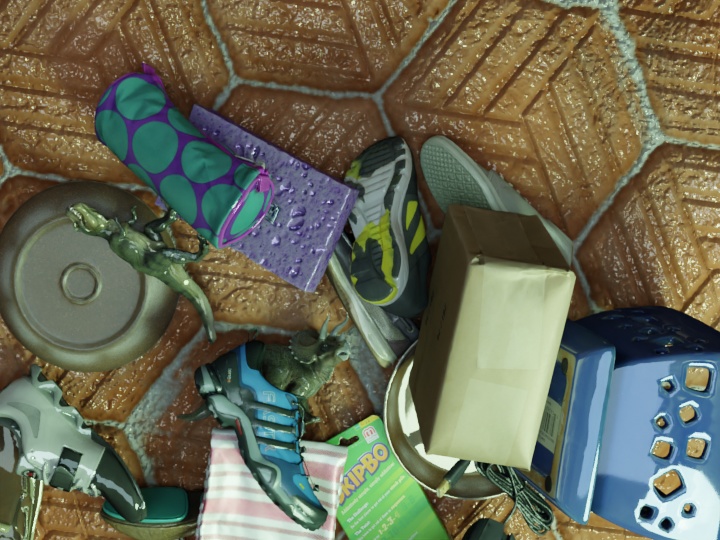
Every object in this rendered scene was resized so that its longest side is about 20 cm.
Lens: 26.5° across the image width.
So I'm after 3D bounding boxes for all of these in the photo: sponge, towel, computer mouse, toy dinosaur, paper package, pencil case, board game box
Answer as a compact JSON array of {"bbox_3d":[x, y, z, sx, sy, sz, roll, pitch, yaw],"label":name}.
[{"bbox_3d":[-0.106,-0.073,1.523,0.199,0.030,0.113,29,100,22],"label":"sponge"},{"bbox_3d":[-0.096,0.266,1.571,0.144,0.030,0.203,8,100,-8],"label":"towel"},{"bbox_3d":[0.114,0.277,1.545,0.200,0.046,0.141,-47,112,-22],"label":"computer mouse"},{"bbox_3d":[-0.093,0.115,1.587,0.197,0.077,0.104,-13,84,13],"label":"toy dinosaur"},{"bbox_3d":[-0.198,-0.022,1.534,0.200,0.048,0.088,40,110,-9],"label":"toy dinosaur"},{"bbox_3d":[0.120,0.058,1.447,0.102,0.191,0.202,9,108,-6],"label":"paper package"},{"bbox_3d":[-0.171,-0.110,1.492,0.200,0.085,0.093,40,97,22],"label":"pencil case"},{"bbox_3d":[0.026,0.256,1.624,0.095,0.030,0.201,-29,102,4],"label":"board game box"}]

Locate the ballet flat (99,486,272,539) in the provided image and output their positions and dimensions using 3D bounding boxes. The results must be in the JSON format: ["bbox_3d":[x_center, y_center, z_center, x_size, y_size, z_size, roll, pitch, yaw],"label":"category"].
[{"bbox_3d":[-0.172,0.263,1.615,0.197,0.068,0.073,-10,118,-2],"label":"ballet flat"}]

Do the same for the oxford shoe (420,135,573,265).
[{"bbox_3d":[0.140,-0.062,1.556,0.200,0.075,0.058,44,55,1],"label":"oxford shoe"}]

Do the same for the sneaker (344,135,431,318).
[{"bbox_3d":[0.030,-0.040,1.522,0.074,0.202,0.085,-14,144,26],"label":"sneaker"}]

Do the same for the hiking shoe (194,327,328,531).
[{"bbox_3d":[-0.081,0.162,1.512,0.086,0.074,0.201,-34,91,-6],"label":"hiking shoe"}]

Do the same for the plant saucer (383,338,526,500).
[{"bbox_3d":[0.119,0.138,1.588,0.197,0.035,0.203,-2,105,-6],"label":"plant saucer"}]

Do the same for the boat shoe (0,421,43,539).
[{"bbox_3d":[-0.372,0.253,1.601,0.074,0.075,0.205,0,100,0],"label":"boat shoe"}]

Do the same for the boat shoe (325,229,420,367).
[{"bbox_3d":[0.000,0.000,1.561,0.064,0.072,0.202,-29,99,-5],"label":"boat shoe"}]

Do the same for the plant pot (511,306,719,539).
[{"bbox_3d":[0.252,0.144,1.497,0.177,0.200,0.203,6,99,-17],"label":"plant pot"}]

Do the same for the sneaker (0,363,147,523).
[{"bbox_3d":[-0.304,0.197,1.566,0.200,0.074,0.088,44,61,11],"label":"sneaker"}]

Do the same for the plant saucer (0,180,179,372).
[{"bbox_3d":[-0.285,0.010,1.578,0.197,0.037,0.203,0,101,0],"label":"plant saucer"}]
